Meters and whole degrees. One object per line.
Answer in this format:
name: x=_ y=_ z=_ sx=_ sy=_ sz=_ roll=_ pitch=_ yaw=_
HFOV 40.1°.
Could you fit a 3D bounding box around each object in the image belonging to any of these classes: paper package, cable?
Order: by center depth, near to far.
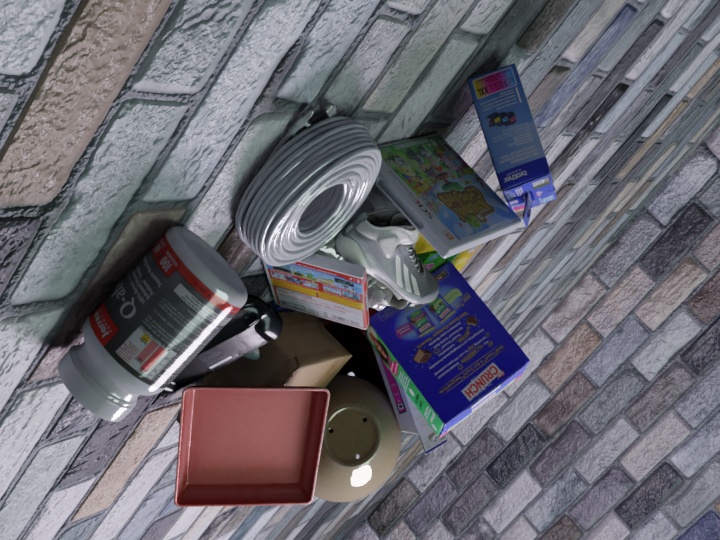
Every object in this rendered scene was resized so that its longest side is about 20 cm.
cable: x=-0.057 y=-0.093 z=1.171 sx=0.200 sy=0.069 sz=0.199 roll=-48 pitch=162 yaw=12
paper package: x=-0.138 y=0.166 z=1.445 sx=0.201 sy=0.103 sz=0.190 roll=-51 pitch=162 yaw=17

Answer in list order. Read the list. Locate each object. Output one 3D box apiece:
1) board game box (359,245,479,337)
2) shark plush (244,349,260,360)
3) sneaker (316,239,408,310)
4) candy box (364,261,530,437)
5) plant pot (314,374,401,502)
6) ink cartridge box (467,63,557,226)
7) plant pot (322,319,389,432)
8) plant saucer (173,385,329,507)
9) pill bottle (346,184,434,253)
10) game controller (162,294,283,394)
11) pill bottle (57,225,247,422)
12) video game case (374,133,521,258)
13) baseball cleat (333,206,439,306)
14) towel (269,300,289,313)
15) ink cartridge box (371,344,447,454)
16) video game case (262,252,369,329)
board game box: x=0.093 y=0.013 z=1.564 sx=0.152 sy=0.040 sz=0.201 roll=-17 pitch=150 yaw=-47
shark plush: x=-0.189 y=0.073 z=1.269 sx=0.082 sy=0.093 sz=0.200 roll=-13 pitch=168 yaw=5
sneaker: x=0.000 y=0.000 z=1.402 sx=0.198 sy=0.100 sz=0.075 roll=20 pitch=122 yaw=-42
candy box: x=0.129 y=0.119 z=1.498 sx=0.168 sy=0.201 sz=0.077 roll=-33 pitch=160 yaw=-14
plant pot: x=-0.023 y=0.260 z=1.539 sx=0.200 sy=0.201 sz=0.135 roll=-39 pitch=177 yaw=-12
ink cartridge box: x=0.220 y=-0.168 z=1.388 sx=0.075 sy=0.203 sz=0.136 roll=-20 pitch=165 yaw=11
plant pot: x=-0.038 y=0.204 z=1.706 sx=0.199 sy=0.201 sz=0.176 roll=-39 pitch=176 yaw=-13
plant saucer: x=-0.151 y=0.233 z=1.345 sx=0.196 sy=0.037 sz=0.203 roll=2 pitch=120 yaw=-14
pill bottle: x=0.073 y=-0.080 z=1.393 sx=0.198 sy=0.113 sz=0.113 roll=-10 pitch=145 yaw=-38
game controller: x=-0.194 y=0.094 z=1.231 sx=0.198 sy=0.043 sz=0.104 roll=-27 pitch=153 yaw=13
pill bottle: x=-0.226 y=0.060 z=1.067 sx=0.200 sy=0.116 sz=0.116 roll=-46 pitch=162 yaw=5
video game case: x=0.107 y=-0.106 z=1.318 sx=0.199 sy=0.182 sz=0.022 roll=-20 pitch=153 yaw=-52
baseball cleat: x=0.058 y=-0.018 z=1.298 sx=0.106 sy=0.071 sz=0.198 roll=-40 pitch=139 yaw=26
towel: x=-0.167 y=0.124 z=1.494 sx=0.146 sy=0.024 sz=0.201 roll=-34 pitch=159 yaw=-33
ink cartridge box: x=0.079 y=0.192 z=1.587 sx=0.037 sy=0.203 sz=0.094 roll=-24 pitch=173 yaw=26
video game case: x=-0.058 y=0.023 z=1.335 sx=0.201 sy=0.140 sz=0.018 roll=86 pitch=21 yaw=-68
